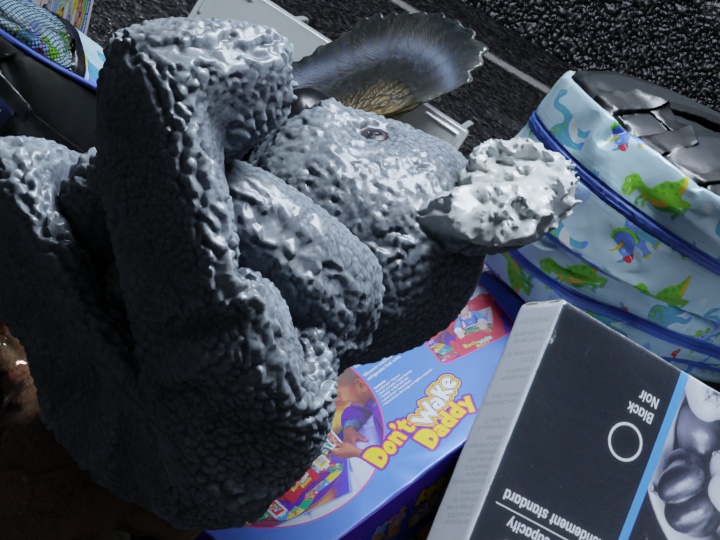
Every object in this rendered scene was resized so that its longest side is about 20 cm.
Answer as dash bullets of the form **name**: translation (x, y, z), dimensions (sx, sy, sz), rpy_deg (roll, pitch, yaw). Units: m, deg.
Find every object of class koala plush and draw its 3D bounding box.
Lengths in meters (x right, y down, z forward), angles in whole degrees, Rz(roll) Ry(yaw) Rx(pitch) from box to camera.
- **koala plush**: translation (-0.024, -0.002, 1.037), dimensions (0.200, 0.177, 0.184), rpy_deg (-15, 81, -41)

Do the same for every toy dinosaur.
- **toy dinosaur**: translation (-0.133, 0.087, 1.058), dimensions (0.135, 0.086, 0.200), rpy_deg (11, 39, -31)

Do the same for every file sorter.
- **file sorter**: translation (-0.040, -0.096, 1.777), dimensions (0.200, 0.139, 0.125), rpy_deg (33, 11, 2)

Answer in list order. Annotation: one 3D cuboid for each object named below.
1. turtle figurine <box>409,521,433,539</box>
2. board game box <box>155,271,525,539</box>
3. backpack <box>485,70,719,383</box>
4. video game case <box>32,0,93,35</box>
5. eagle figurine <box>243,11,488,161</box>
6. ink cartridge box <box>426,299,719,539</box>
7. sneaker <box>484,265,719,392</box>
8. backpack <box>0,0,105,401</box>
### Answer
- **turtle figurine**: translation (0.034, 0.107, 1.278), dimensions (0.150, 0.101, 0.200), rpy_deg (-1, 57, -59)
- **board game box**: translation (-0.013, 0.064, 1.198), dimensions (0.200, 0.045, 0.134), rpy_deg (-35, 59, -27)
- **backpack**: translation (0.147, -0.023, 1.258), dimensions (0.163, 0.154, 0.200), rpy_deg (50, 4, 27)
- **video game case**: translation (-0.193, -0.129, 1.537), dimensions (0.018, 0.144, 0.200), rpy_deg (14, 13, 4)
- **eagle figurine**: translation (-0.024, -0.077, 1.665), dimensions (0.199, 0.152, 0.151), rpy_deg (-7, 53, -25)
- **ink cartridge box**: translation (0.124, 0.145, 1.166), dimensions (0.198, 0.201, 0.043), rpy_deg (29, -17, -19)
- **sneaker**: translation (0.131, 0.044, 1.337), dimensions (0.200, 0.070, 0.082), rpy_deg (26, 33, -37)
- **backpack**: translation (-0.185, -0.045, 1.172), dimensions (0.200, 0.183, 0.147), rpy_deg (29, 14, -36)
